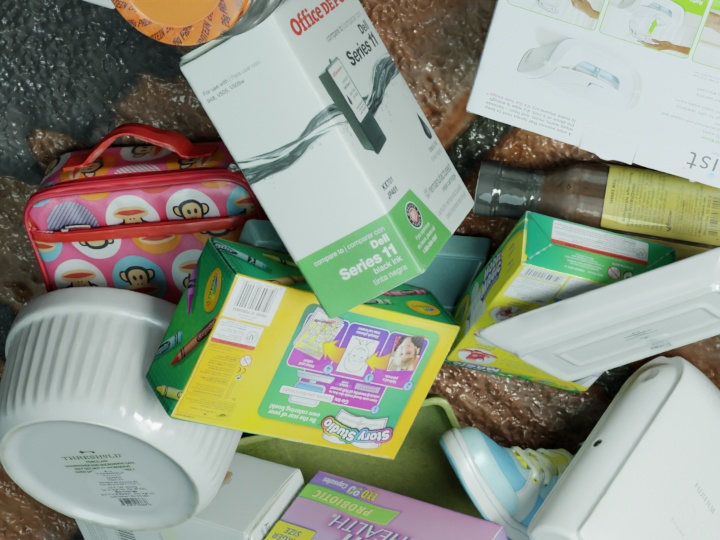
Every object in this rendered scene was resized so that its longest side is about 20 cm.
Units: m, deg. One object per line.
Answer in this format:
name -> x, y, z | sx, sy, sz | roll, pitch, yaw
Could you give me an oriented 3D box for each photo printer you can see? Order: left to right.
photo printer -> 0.228, 0.177, 1.468 | 0.069, 0.200, 0.167 | -6, 126, 50

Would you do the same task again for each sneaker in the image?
sneaker -> 0.152, 0.153, 1.516 | 0.130, 0.080, 0.200 | -37, 134, 7

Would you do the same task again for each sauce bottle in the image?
sauce bottle -> 0.181, -0.044, 1.398 | 0.198, 0.065, 0.065 | 11, 128, 7

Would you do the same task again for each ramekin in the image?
ramekin -> -0.183, 0.112, 1.489 | 0.198, 0.106, 0.201 | 9, 144, 6

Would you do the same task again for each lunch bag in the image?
lunch bag -> -0.148, -0.029, 1.488 | 0.198, 0.082, 0.177 | -5, 120, 15

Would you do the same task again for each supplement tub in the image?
supplement tub -> -0.083, -0.223, 1.240 | 0.121, 0.200, 0.124 | 8, 119, 15

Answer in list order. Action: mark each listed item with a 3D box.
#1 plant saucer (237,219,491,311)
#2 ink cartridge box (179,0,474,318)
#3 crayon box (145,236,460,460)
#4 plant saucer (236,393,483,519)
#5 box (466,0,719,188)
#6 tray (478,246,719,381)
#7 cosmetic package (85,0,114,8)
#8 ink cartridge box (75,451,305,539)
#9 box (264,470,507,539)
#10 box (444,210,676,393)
plant saucer -> 0.000, 0.000, 1.448 | 0.198, 0.019, 0.070 | 3, 133, -25
ink cartridge box -> -0.019, -0.091, 1.335 | 0.083, 0.147, 0.201 | -26, 101, 26
crayon box -> -0.040, 0.059, 1.416 | 0.199, 0.058, 0.119 | 14, 112, -33
plant saucer -> 0.019, 0.184, 1.616 | 0.198, 0.048, 0.201 | -13, 121, 22
box -> 0.188, -0.167, 1.285 | 0.198, 0.097, 0.177 | 16, 128, 2
tray -> 0.190, 0.037, 1.349 | 0.199, 0.022, 0.107 | -20, 151, 32
cosmetic package -> -0.188, -0.287, 1.311 | 0.101, 0.074, 0.201 | 18, 130, 1
ink cartridge box -> -0.130, 0.218, 1.613 | 0.199, 0.083, 0.146 | 12, 134, 33
box -> 0.036, 0.277, 1.537 | 0.175, 0.097, 0.201 | 13, 137, 34
box -> 0.139, 0.031, 1.430 | 0.116, 0.049, 0.200 | 14, 150, -11
